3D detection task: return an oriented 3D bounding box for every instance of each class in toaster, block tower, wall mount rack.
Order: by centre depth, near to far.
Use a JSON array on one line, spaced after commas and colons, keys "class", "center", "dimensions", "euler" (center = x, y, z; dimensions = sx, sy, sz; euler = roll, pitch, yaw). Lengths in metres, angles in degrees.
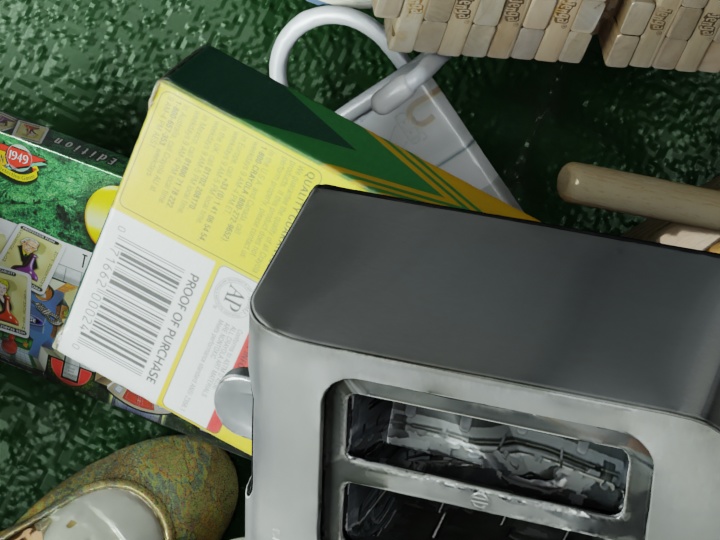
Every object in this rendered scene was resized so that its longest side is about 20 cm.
[{"class": "toaster", "center": [0.054, 0.085, 0.663], "dimensions": [0.199, 0.119, 0.182], "euler": [11, 119, 15]}, {"class": "block tower", "center": [0.100, -0.118, 0.793], "dimensions": [0.199, 0.054, 0.058], "euler": [4, 50, -14]}, {"class": "wall mount rack", "center": [0.000, 0.000, 0.835], "dimensions": [0.173, 0.075, 0.200], "euler": [-32, 99, 30]}]

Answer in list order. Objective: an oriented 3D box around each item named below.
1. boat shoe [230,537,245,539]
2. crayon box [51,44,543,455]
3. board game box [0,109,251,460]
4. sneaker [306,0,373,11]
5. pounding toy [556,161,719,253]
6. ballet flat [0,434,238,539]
[{"class": "boat shoe", "center": [-0.096, 0.174, 0.814], "dimensions": [0.071, 0.064, 0.200], "euler": [38, 105, -20]}, {"class": "crayon box", "center": [-0.002, 0.019, 0.754], "dimensions": [0.199, 0.051, 0.127], "euler": [29, 118, 5]}, {"class": "board game box", "center": [-0.076, 0.014, 0.816], "dimensions": [0.199, 0.023, 0.105], "euler": [20, 115, 9]}, {"class": "sneaker", "center": [0.045, -0.164, 0.824], "dimensions": [0.199, 0.085, 0.077], "euler": [-5, 59, -8]}, {"class": "pounding toy", "center": [0.194, 0.004, 0.813], "dimensions": [0.183, 0.142, 0.201], "euler": [-31, 92, -3]}, {"class": "ballet flat", "center": [-0.137, 0.136, 0.832], "dimensions": [0.199, 0.071, 0.071], "euler": [-29, 91, -3]}]
